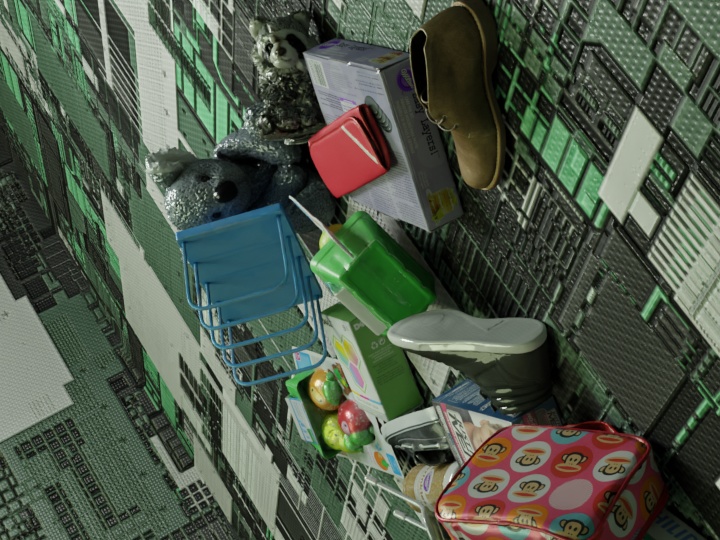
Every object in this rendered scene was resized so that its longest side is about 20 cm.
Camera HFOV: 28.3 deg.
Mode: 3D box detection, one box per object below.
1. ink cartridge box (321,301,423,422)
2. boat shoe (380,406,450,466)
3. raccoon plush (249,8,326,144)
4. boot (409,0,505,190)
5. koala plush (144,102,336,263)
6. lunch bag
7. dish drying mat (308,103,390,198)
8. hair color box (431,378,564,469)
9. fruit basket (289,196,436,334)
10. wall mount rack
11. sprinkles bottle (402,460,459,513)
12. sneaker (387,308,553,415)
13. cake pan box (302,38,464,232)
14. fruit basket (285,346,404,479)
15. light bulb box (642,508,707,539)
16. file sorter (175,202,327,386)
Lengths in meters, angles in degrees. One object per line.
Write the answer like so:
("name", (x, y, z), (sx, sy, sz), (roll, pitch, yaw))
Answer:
("ink cartridge box", (0.004, 0.091, 1.870), (0.104, 0.059, 0.201), (15, 129, 66))
("boat shoe", (0.083, 0.213, 1.800), (0.200, 0.071, 0.068), (146, 115, -64))
("raccoon plush", (-0.093, -0.222, 1.665), (0.200, 0.096, 0.135), (164, 94, -74))
("boot", (0.086, -0.150, 1.312), (0.074, 0.075, 0.201), (41, 152, 44))
("koala plush", (-0.166, -0.107, 1.837), (0.184, 0.199, 0.179), (11, 127, 67))
("lunch bag", (0.187, 0.211, 1.374), (0.199, 0.176, 0.082), (2, 128, 44))
("dish drying mat", (-0.015, -0.126, 1.545), (0.077, 0.018, 0.200), (63, 162, -3))
("hair color box", (0.160, 0.185, 1.586), (0.101, 0.060, 0.200), (66, 160, -11))
("fruit basket", (0.000, 0.000, 1.642), (0.185, 0.094, 0.200), (43, 174, -24))
("wall mount rack", (0.079, 0.349, 1.854), (0.200, 0.074, 0.175), (58, -170, -51))
("sprinkles bottle", (0.113, 0.276, 1.819), (0.069, 0.068, 0.200), (62, 162, 2))
("sneaker", (0.116, 0.100, 1.499), (0.199, 0.071, 0.100), (4, 123, 39))
("cake pan box", (0.020, -0.148, 1.527), (0.200, 0.052, 0.186), (25, 136, 61))
("fruit basket", (-0.026, 0.207, 2.061), (0.200, 0.093, 0.187), (17, 132, 60))
("light bulb box", (0.303, 0.363, 1.348), (0.198, 0.124, 0.201), (36, 149, 53))
("file sorter", (-0.130, 0.037, 1.794), (0.201, 0.138, 0.123), (67, -171, -53))
